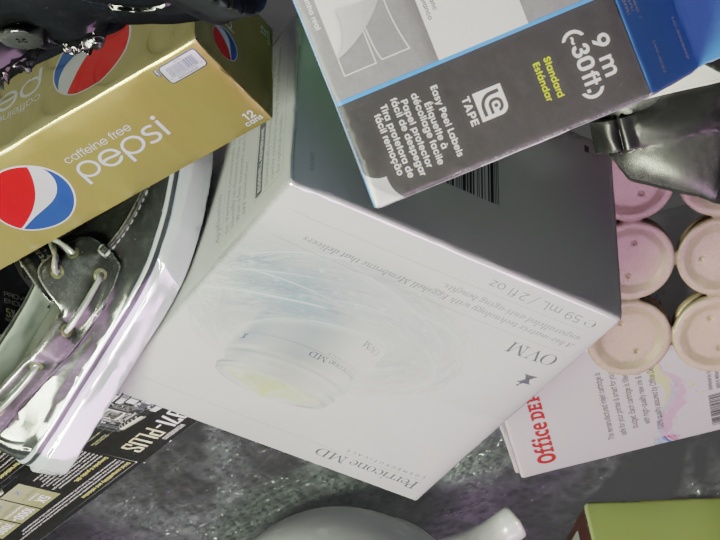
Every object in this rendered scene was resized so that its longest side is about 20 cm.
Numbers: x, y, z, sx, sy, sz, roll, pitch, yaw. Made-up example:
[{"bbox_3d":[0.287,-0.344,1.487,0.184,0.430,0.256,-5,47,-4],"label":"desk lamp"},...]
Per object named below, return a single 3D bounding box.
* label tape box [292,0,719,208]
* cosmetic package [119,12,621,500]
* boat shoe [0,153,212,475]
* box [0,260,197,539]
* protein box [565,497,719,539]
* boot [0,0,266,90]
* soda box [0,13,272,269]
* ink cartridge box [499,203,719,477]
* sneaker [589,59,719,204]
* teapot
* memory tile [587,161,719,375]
[{"bbox_3d":[0.072,-0.133,1.010,0.199,0.145,0.063,-22,-176,5],"label":"label tape box"},{"bbox_3d":[0.000,0.000,1.204,0.198,0.124,0.200,22,138,-23],"label":"cosmetic package"},{"bbox_3d":[-0.141,0.010,1.158,0.071,0.072,0.201,23,97,-25],"label":"boat shoe"},{"bbox_3d":[-0.204,0.067,1.309,0.163,0.087,0.200,19,137,-38],"label":"box"},{"bbox_3d":[0.256,0.287,1.671,0.197,0.201,0.135,-1,146,-15],"label":"protein box"},{"bbox_3d":[-0.156,-0.137,0.977,0.167,0.077,0.200,-12,163,26],"label":"boot"},{"bbox_3d":[-0.140,-0.072,1.125,0.199,0.068,0.064,-26,131,23],"label":"soda box"},{"bbox_3d":[0.174,0.039,1.378,0.198,0.085,0.145,-14,147,5],"label":"ink cartridge box"},{"bbox_3d":[0.214,-0.090,1.162,0.198,0.113,0.073,-5,-170,3],"label":"sneaker"},{"bbox_3d":[0.005,0.244,1.588,0.146,0.199,0.199,-31,130,-46],"label":"teapot"},{"bbox_3d":[0.198,-0.033,1.253,0.152,0.017,0.201,-4,118,-1],"label":"memory tile"}]
